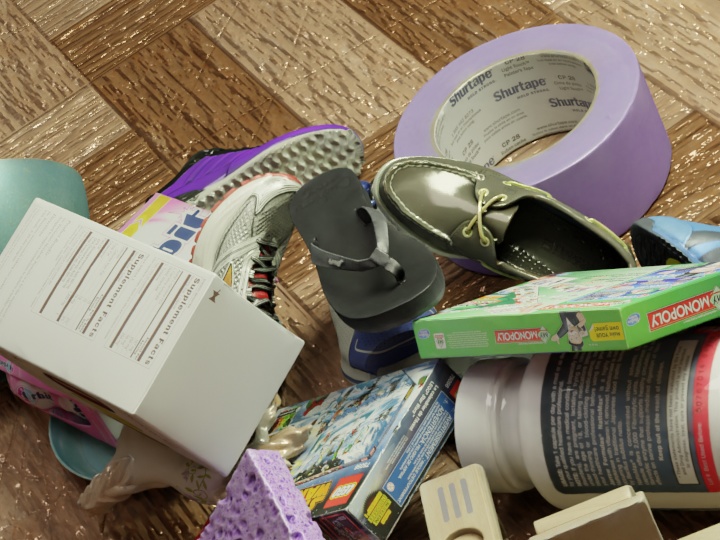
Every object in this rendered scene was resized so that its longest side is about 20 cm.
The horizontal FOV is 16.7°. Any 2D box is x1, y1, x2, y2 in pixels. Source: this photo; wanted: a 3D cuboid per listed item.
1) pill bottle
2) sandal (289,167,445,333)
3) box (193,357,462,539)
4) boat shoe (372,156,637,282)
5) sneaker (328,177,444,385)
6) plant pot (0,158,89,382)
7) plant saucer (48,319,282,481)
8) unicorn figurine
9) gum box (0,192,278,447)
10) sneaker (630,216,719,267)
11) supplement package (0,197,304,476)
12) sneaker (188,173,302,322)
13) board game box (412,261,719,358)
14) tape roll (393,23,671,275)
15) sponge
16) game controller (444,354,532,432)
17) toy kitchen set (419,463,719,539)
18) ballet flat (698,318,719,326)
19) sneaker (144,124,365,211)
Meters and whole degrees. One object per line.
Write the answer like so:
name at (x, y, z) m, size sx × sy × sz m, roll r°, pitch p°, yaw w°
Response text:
pill bottle at (0.169, 0.098, 1.607) m, size 0.200 × 0.120 × 0.120 m, roll -4°, pitch 43°, yaw 29°
sandal at (-0.006, -0.018, 1.706) m, size 0.076 × 0.043 × 0.200 m, roll -36°, pitch 35°, yaw -5°
box at (-0.023, 0.139, 1.685) m, size 0.200 × 0.040 × 0.137 m, roll -21°, pitch 29°, yaw 52°
boat shoe at (0.106, -0.032, 1.758) m, size 0.202 × 0.060 × 0.072 m, roll 24°, pitch 83°, yaw -1°
sneaker at (0.000, 0.000, 1.801) m, size 0.081 × 0.115 × 0.199 m, roll -22°, pitch 23°, yaw 0°
plant pot at (-0.302, 0.014, 1.976) m, size 0.200 × 0.200 × 0.135 m, roll -21°, pitch 72°, yaw 9°
plant saucer at (-0.144, 0.095, 1.888) m, size 0.200 × 0.027 × 0.200 m, roll -17°, pitch 38°, yaw 14°
unicorn figurine at (-0.129, 0.125, 1.738) m, size 0.200 × 0.074 × 0.137 m, roll 8°, pitch 63°, yaw 57°
gum box at (-0.175, 0.039, 1.896) m, size 0.113 × 0.066 × 0.200 m, roll 20°, pitch 58°, yaw 44°
sneaker at (0.273, 0.004, 1.705) m, size 0.078 × 0.066 × 0.200 m, roll -35°, pitch 39°, yaw -22°
supplement package at (-0.159, 0.044, 1.693) m, size 0.200 × 0.114 × 0.110 m, roll 22°, pitch 78°, yaw 43°
sneaker at (-0.084, 0.024, 1.818) m, size 0.082 × 0.078 × 0.200 m, roll 25°, pitch 95°, yaw 38°
board game box at (0.148, 0.025, 1.600) m, size 0.135 × 0.029 × 0.200 m, roll -18°, pitch 8°, yaw -37°
tape roll at (0.132, -0.094, 1.890) m, size 0.200 × 0.085 × 0.200 m, roll -18°, pitch 39°, yaw 15°
sponge at (-0.049, 0.224, 1.585) m, size 0.112 × 0.030 × 0.200 m, roll -60°, pitch 41°, yaw 30°
game controller at (0.095, 0.075, 1.759) m, size 0.200 × 0.042 × 0.104 m, roll -7°, pitch 26°, yaw 26°
toy kitchen set at (0.138, 0.155, 1.523) m, size 0.200 × 0.163 × 0.180 m, roll -22°, pitch 37°, yaw 7°
ballet flat at (0.245, 0.029, 1.624) m, size 0.046 × 0.067 × 0.200 m, roll -35°, pitch -1°, yaw -34°
sneaker at (-0.097, -0.078, 2.029) m, size 0.200 × 0.070 × 0.100 m, roll -26°, pitch 32°, yaw 0°
